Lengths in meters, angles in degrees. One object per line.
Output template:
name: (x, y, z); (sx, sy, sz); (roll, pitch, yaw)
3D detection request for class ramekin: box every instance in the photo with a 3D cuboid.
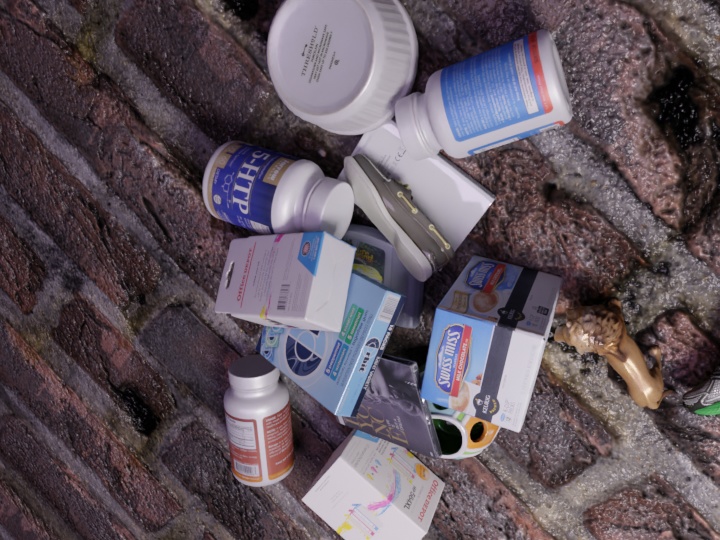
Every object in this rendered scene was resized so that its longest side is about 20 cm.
ramekin: (-0.031, -0.279, 0.820); (0.200, 0.094, 0.205); (6, 104, 24)

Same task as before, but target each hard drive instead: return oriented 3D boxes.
hard drive: (0.072, -0.112, 0.890); (0.199, 0.026, 0.132); (38, 119, 6)

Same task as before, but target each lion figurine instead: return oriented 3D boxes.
lion figurine: (0.337, 0.113, 0.803); (0.200, 0.122, 0.073); (44, 119, 2)

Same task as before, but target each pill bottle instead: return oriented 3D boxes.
pill bottle: (-0.115, -0.107, 0.906); (0.198, 0.119, 0.121); (19, 115, 24)
pill bottle: (0.147, -0.204, 0.774); (0.198, 0.112, 0.114); (-14, 103, 25)
pill bottle: (-0.174, 0.253, 1.080); (0.111, 0.112, 0.203); (6, 110, 21)

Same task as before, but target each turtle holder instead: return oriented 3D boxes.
turtle holder: (0.114, 0.199, 0.925); (0.184, 0.132, 0.142); (26, 117, 12)

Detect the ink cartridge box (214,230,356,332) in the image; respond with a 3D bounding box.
ink cartridge box: (-0.107, 0.015, 0.862); (0.198, 0.067, 0.117); (0, 73, 43)

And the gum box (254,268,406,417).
gum box: (-0.048, 0.075, 0.866); (0.199, 0.044, 0.172); (28, 96, 46)

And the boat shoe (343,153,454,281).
boat shoe: (0.050, -0.081, 0.860); (0.060, 0.072, 0.203); (-32, 77, -14)

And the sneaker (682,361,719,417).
sneaker: (0.471, 0.100, 0.777); (0.085, 0.078, 0.201); (42, 110, 11)

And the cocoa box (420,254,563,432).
cocoa box: (0.173, 0.084, 0.818); (0.130, 0.200, 0.135); (16, 115, 18)

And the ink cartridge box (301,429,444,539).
ink cartridge box: (0.033, 0.366, 1.023); (0.199, 0.129, 0.126); (39, 119, 5)

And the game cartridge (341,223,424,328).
game cartridge: (0.000, 0.000, 0.942); (0.198, 0.041, 0.135); (14, 115, 25)

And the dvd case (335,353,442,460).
dvd case: (0.016, 0.173, 0.878); (0.199, 0.016, 0.150); (7, 122, 46)
